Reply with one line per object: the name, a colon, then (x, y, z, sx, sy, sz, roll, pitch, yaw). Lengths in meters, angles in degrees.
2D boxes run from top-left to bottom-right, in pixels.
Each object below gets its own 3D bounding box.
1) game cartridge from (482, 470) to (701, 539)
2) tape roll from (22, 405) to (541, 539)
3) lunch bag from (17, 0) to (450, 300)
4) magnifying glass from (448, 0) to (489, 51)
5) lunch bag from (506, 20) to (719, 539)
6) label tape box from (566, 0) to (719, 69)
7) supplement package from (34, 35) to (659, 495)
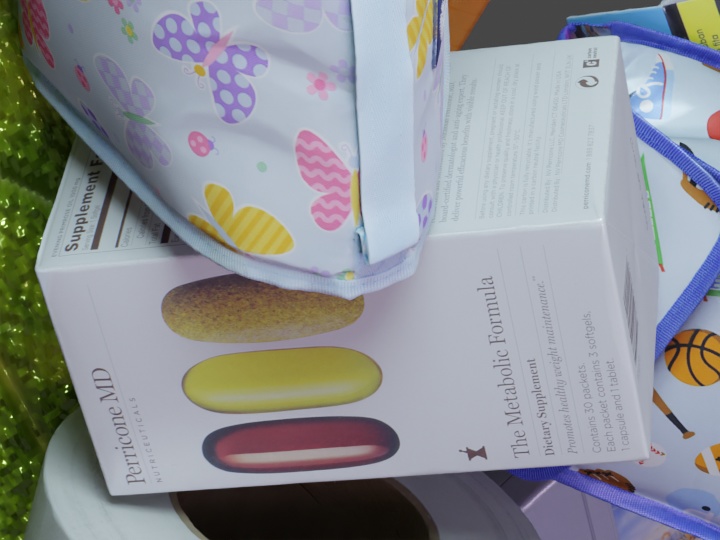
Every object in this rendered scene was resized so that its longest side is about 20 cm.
game cartridge: (0.147, 0.090, 1.329, 0.200, 0.042, 0.133, -29, 136, -14)
tape roll: (-0.040, 0.150, 1.133, 0.202, 0.203, 0.140, -1, 121, -33)
lunch bag: (-0.034, -0.106, 0.960, 0.127, 0.200, 0.170, -20, 129, -20)
magnifying glass: (0.002, -0.046, 1.148, 0.079, 0.022, 0.200, 18, 109, -40)
lunch bag: (0.125, 0.007, 1.174, 0.200, 0.124, 0.170, 24, 123, -15)
label tape box: (0.200, -0.091, 1.202, 0.199, 0.066, 0.143, -8, 137, 20)
supplement package: (0.000, 0.000, 1.051, 0.199, 0.110, 0.114, -5, 128, 13)
